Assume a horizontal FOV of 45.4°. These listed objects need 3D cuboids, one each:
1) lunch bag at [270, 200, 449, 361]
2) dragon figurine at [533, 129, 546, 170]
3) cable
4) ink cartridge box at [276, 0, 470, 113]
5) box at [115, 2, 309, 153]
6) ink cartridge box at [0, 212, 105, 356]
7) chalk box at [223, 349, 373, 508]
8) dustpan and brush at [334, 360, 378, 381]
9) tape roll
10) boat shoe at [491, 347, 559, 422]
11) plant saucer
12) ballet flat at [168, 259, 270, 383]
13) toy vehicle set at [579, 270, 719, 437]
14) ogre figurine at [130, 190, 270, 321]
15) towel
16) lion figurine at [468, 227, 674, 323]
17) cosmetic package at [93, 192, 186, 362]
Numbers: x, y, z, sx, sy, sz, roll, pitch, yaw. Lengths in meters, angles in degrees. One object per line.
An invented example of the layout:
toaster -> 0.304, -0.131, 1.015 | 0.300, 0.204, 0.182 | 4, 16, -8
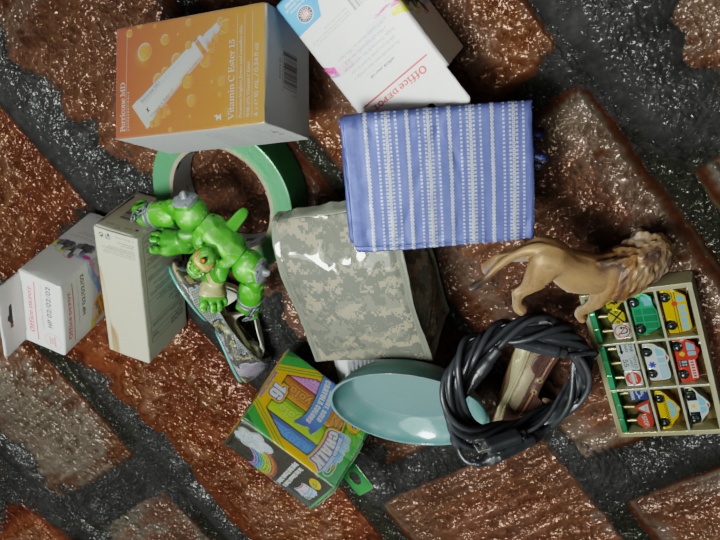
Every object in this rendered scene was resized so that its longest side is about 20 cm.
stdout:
lunch bag -> 0.000, 0.000, 1.012 | 0.161, 0.119, 0.203 | -3, 127, 24
dragon figurine -> 0.103, -0.122, 0.929 | 0.196, 0.059, 0.101 | 12, 124, 17
cable -> 0.179, 0.123, 0.970 | 0.197, 0.051, 0.166 | -24, 113, -9
ink cartridge box -> 0.023, -0.235, 0.889 | 0.114, 0.068, 0.201 | -32, 103, 35
box -> -0.163, -0.205, 0.946 | 0.196, 0.097, 0.128 | -2, 87, 26
ink cartridge box -> -0.390, 0.026, 1.151 | 0.067, 0.201, 0.117 | 18, 127, 12
chalk box -> -0.064, 0.230, 1.169 | 0.198, 0.125, 0.125 | 36, 147, -2
dustpan and brush -> 0.046, 0.139, 1.118 | 0.196, 0.057, 0.142 | -1, 120, 23
tape roll -> -0.164, -0.097, 1.077 | 0.196, 0.048, 0.204 | 11, 124, 17
boat shoe -> 0.206, 0.153, 1.050 | 0.071, 0.072, 0.204 | 17, 118, 11
plant saucer -> 0.061, 0.158, 1.051 | 0.195, 0.037, 0.201 | 8, 148, 5
ballet flat -> -0.184, 0.058, 1.181 | 0.071, 0.072, 0.203 | -18, 111, 32
toy vehicle set -> 0.335, 0.101, 0.982 | 0.122, 0.027, 0.203 | -9, 116, 29
ogre figurine -> -0.185, -0.026, 1.046 | 0.202, 0.097, 0.120 | 58, 144, 1
towel -> 0.079, -0.095, 0.882 | 0.195, 0.024, 0.148 | -3, 110, 7
lion figurine -> 0.221, -0.002, 0.893 | 0.196, 0.074, 0.123 | 1, 152, -25
cosmetic package -> -0.295, 0.010, 1.170 | 0.070, 0.105, 0.204 | 15, 124, 16
